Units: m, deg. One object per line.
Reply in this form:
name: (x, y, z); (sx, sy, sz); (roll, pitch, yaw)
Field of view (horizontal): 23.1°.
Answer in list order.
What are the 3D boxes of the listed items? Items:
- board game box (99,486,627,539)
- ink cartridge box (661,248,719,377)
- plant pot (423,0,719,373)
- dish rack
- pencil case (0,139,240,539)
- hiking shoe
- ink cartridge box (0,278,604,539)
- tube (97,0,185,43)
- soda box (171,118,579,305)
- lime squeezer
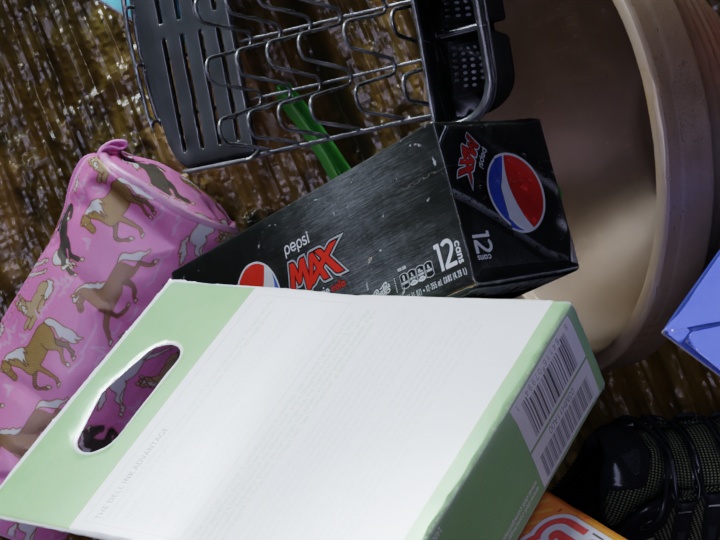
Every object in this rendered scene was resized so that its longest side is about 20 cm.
board game box: (0.003, 0.198, 0.693); (0.199, 0.200, 0.201); (-38, 125, -18)
ink cartridge box: (0.178, -0.004, 0.717); (0.044, 0.200, 0.094); (37, 101, 13)
plant pot: (0.112, -0.061, 0.767); (0.092, 0.201, 0.202); (-11, 89, -24)
dish rack: (-0.030, -0.124, 0.775); (0.199, 0.054, 0.155); (-10, 90, 30)
pencil case: (-0.138, 0.036, 0.868); (0.083, 0.086, 0.201); (41, 103, 44)
hiking shoe: (0.147, 0.098, 0.773); (0.199, 0.101, 0.076); (-33, 51, 14)
ink cartridge box: (-0.027, 0.068, 0.666); (0.199, 0.146, 0.048); (1, 130, 37)
tube: (-0.061, -0.208, 0.857); (0.077, 0.050, 0.201); (30, 94, 4)
soda box: (0.000, 0.000, 0.766); (0.200, 0.063, 0.071); (-26, 74, 48)
lime squeezer: (0.025, -0.030, 0.812); (0.200, 0.038, 0.071); (26, 110, 49)
